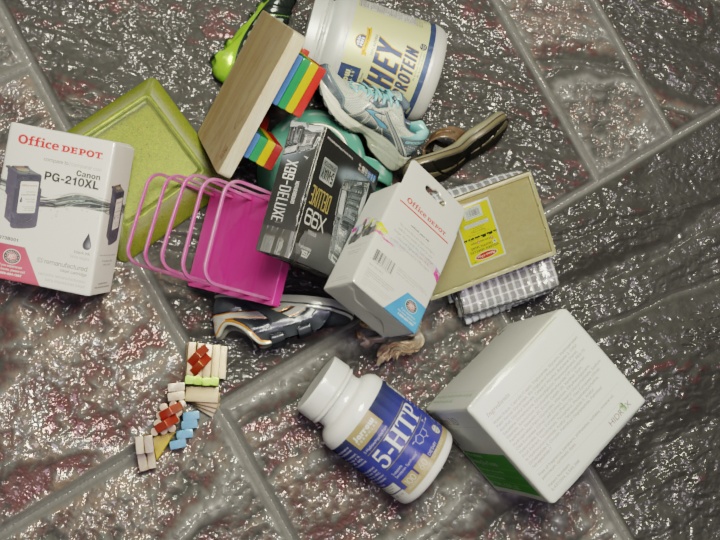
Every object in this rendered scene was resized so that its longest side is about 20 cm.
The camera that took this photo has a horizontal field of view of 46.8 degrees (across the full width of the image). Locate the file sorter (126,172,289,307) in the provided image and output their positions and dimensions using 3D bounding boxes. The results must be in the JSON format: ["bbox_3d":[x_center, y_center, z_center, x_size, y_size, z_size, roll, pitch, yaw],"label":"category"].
[{"bbox_3d":[-0.194,-0.047,1.076,0.125,0.199,0.141,19,84,-43],"label":"file sorter"}]

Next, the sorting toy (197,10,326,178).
[{"bbox_3d":[-0.132,-0.232,1.126,0.069,0.199,0.201,25,104,-27],"label":"sorting toy"}]

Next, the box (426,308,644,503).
[{"bbox_3d":[0.236,0.187,1.159,0.200,0.199,0.172,-41,91,-15],"label":"box"}]

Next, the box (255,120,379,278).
[{"bbox_3d":[-0.048,-0.078,1.039,0.049,0.200,0.159,14,85,21],"label":"box"}]

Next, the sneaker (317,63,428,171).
[{"bbox_3d":[0.018,-0.231,1.160,0.086,0.078,0.200,-36,130,22],"label":"sneaker"}]

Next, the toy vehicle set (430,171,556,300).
[{"bbox_3d":[0.167,-0.050,1.179,0.198,0.027,0.126,-19,97,-7],"label":"toy vehicle set"}]

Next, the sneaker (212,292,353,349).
[{"bbox_3d":[-0.109,0.074,1.166,0.198,0.079,0.080,6,75,0],"label":"sneaker"}]

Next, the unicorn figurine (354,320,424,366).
[{"bbox_3d":[0.052,0.028,1.218,0.136,0.074,0.202,-8,99,-14],"label":"unicorn figurine"}]

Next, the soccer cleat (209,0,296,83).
[{"bbox_3d":[-0.139,-0.350,1.237,0.081,0.067,0.201,41,81,-14],"label":"soccer cleat"}]

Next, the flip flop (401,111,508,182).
[{"bbox_3d":[0.139,-0.192,1.266,0.199,0.081,0.058,-34,72,-16],"label":"flip flop"}]

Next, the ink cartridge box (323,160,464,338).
[{"bbox_3d":[0.049,-0.029,1.080,0.115,0.068,0.201,40,60,-25],"label":"ink cartridge box"}]

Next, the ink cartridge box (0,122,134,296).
[{"bbox_3d":[-0.391,-0.081,1.090,0.143,0.084,0.202,11,93,2],"label":"ink cartridge box"}]

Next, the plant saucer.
[{"bbox_3d":[-0.314,-0.150,1.170,0.199,0.048,0.200,-38,90,-15],"label":"plant saucer"}]

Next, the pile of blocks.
[{"bbox_3d":[-0.237,0.186,1.127,0.082,0.062,0.201,28,77,-6],"label":"pile of blocks"}]

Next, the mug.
[{"bbox_3d":[-0.055,-0.158,1.193,0.184,0.114,0.153,-27,87,-15],"label":"mug"}]

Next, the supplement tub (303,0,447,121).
[{"bbox_3d":[0.013,-0.313,1.218,0.198,0.145,0.147,16,78,-9],"label":"supplement tub"}]

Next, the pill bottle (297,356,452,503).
[{"bbox_3d":[0.016,0.215,1.149,0.199,0.120,0.120,37,76,-4],"label":"pill bottle"}]

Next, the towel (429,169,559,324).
[{"bbox_3d":[0.194,-0.037,1.244,0.164,0.086,0.202,-16,85,-13],"label":"towel"}]
